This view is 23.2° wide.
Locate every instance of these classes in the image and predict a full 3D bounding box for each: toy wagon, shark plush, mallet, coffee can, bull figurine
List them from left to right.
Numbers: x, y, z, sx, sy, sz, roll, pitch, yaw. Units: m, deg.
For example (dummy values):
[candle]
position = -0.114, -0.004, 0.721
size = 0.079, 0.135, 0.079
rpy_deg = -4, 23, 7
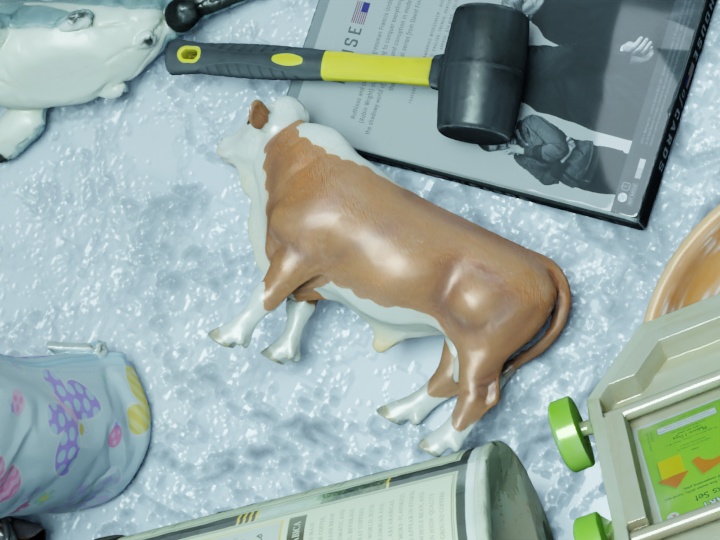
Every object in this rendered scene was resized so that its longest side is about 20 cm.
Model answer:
[shark plush]
position = -0.152, -0.141, 0.951
size = 0.199, 0.091, 0.084
rpy_deg = -21, 41, 19
[coffee can]
position = -0.015, 0.170, 0.780
size = 0.199, 0.146, 0.147
rpy_deg = -16, 72, 16
[mallet]
position = -0.008, -0.112, 0.882
size = 0.199, 0.041, 0.066
rpy_deg = 14, 85, 26
[bull figurine]
position = 0.000, 0.000, 0.852
size = 0.199, 0.065, 0.122
rpy_deg = 27, 93, 15
[toy wagon]
position = 0.160, 0.084, 0.705
size = 0.154, 0.040, 0.201
rpy_deg = -23, 38, 14

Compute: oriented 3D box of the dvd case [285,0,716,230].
[dvd case]
position = 0.069, -0.116, 0.885
size = 0.199, 0.025, 0.151
rpy_deg = 16, 83, 23

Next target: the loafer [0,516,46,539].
[loafer]
position = -0.170, 0.160, 0.890
size = 0.063, 0.072, 0.200
rpy_deg = -37, 73, -13

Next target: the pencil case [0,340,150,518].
[pencil case]
position = -0.174, 0.075, 0.835
size = 0.083, 0.200, 0.091
rpy_deg = 43, 100, 17

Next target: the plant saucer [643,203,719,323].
[plant saucer]
position = 0.225, 0.048, 0.784
size = 0.199, 0.037, 0.202
rpy_deg = -5, 75, 18
